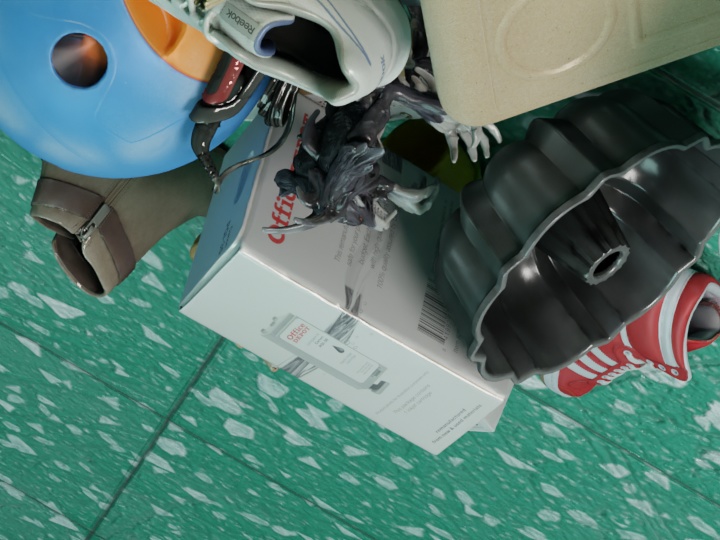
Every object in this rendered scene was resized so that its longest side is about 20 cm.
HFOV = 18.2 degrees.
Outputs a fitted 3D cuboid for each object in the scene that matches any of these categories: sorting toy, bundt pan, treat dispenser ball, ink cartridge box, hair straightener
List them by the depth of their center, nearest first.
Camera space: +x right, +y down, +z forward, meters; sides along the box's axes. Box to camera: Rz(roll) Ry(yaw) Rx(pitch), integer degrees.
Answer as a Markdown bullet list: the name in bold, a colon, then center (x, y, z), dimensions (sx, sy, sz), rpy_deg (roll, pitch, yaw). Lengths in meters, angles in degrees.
- **sorting toy**: center (0.124, -0.167, 1.116), dimensions (0.199, 0.037, 0.186), rpy_deg (-16, 140, -2)
- **hair straightener**: center (-0.034, -0.131, 1.270), dimensions (0.077, 0.201, 0.041), rpy_deg (18, -167, -31)
- **bundt pan**: center (0.125, -0.028, 1.340), dimensions (0.076, 0.201, 0.202), rpy_deg (50, 166, 27)
- **treat dispenser ball**: center (-0.145, -0.156, 1.345), dimensions (0.200, 0.201, 0.201), rpy_deg (23, 155, 11)
- **ink cartridge box**: center (0.000, 0.000, 1.413), dimensions (0.199, 0.147, 0.083), rpy_deg (30, 135, -18)

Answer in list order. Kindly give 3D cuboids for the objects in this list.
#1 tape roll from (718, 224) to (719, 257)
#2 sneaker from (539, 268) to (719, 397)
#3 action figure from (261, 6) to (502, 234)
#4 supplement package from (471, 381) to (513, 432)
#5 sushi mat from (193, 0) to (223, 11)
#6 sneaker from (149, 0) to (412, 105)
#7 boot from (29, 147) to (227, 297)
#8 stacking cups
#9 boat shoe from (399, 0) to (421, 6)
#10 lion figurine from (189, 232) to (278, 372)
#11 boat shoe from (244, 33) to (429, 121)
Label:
- **tape roll**: center (0.281, -0.059, 1.103), dimensions (0.201, 0.140, 0.203), rpy_deg (10, 148, 6)
- **sneaker**: center (0.189, 0.048, 1.544), dimensions (0.112, 0.071, 0.200), rpy_deg (26, 154, 14)
- **action figure**: center (0.024, -0.084, 1.306), dimensions (0.102, 0.201, 0.119), rpy_deg (36, 155, -15)
- **supplement package**: center (0.025, 0.014, 1.598), dimensions (0.109, 0.114, 0.200), rpy_deg (1, 145, 40)
- **sushi mat**: center (0.008, -0.194, 1.140), dimensions (0.012, 0.199, 0.096), rpy_deg (57, 157, 14)
- **sneaker**: center (-0.067, -0.153, 1.195), dimensions (0.199, 0.087, 0.075), rpy_deg (26, 115, 2)
- **boot**: center (-0.161, -0.043, 1.647), dimensions (0.070, 0.147, 0.200), rpy_deg (0, 144, 43)
- **stacking cups**: center (0.079, -0.022, 1.539), dimensions (0.060, 0.061, 0.200), rpy_deg (8, 149, 38)
- **boat shoe**: center (0.096, -0.174, 1.217), dimensions (0.199, 0.074, 0.068), rpy_deg (-16, 139, 37)
- **lion figurine**: center (-0.077, 0.001, 1.680), dimensions (0.122, 0.073, 0.200), rpy_deg (-11, 145, 25)
- **boat shoe**: center (-0.028, -0.114, 1.460), dimensions (0.199, 0.071, 0.069), rpy_deg (2, 144, 42)
